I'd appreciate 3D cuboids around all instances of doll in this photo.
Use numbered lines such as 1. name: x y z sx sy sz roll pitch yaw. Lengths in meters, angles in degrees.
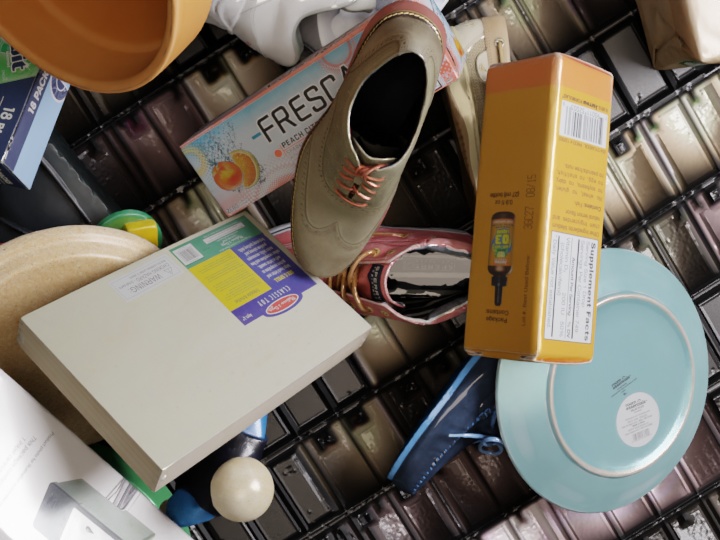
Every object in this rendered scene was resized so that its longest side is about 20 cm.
1. doll: -0.096 0.112 0.713 0.048 0.200 0.137 31 95 -20

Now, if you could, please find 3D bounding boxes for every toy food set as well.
1. toy food set: -0.209 0.051 0.735 0.197 0.049 0.201 -11 127 -24

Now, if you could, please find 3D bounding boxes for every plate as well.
1. plate: 0.190 0.084 0.771 0.199 0.026 0.202 -2 94 -25

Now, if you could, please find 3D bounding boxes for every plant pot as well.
1. plant pot: -0.143 -0.225 0.604 0.200 0.200 0.140 47 53 -6

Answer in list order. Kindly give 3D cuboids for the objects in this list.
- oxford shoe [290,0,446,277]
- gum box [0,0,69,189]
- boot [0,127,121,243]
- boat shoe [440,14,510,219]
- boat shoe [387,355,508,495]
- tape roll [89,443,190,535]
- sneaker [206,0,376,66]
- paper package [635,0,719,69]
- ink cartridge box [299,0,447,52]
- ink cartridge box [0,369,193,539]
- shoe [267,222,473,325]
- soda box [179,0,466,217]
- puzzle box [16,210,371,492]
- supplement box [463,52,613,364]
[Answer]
1. oxford shoe: -0.004 -0.071 0.662 0.070 0.075 0.201 17 120 -5
2. gum box: -0.290 -0.155 0.698 0.198 0.045 0.171 11 71 13
3. boot: -0.275 -0.032 0.753 0.168 0.076 0.201 -38 103 -1
4. boat shoe: 0.105 -0.086 0.762 0.064 0.071 0.202 -15 96 1
5. boat shoe: 0.100 0.096 0.777 0.069 0.084 0.200 39 97 4
6. tape roll: -0.231 0.235 0.803 0.199 0.048 0.202 0 97 -1
7. sneaker: -0.017 -0.227 0.704 0.099 0.078 0.200 37 106 -12
8. paper package: 0.294 -0.258 0.731 0.198 0.103 0.192 -17 97 0
9. ink cartridge box: -0.009 -0.264 0.751 0.199 0.043 0.199 36 96 -5
10. ink cartridge box: -0.217 0.172 0.675 0.145 0.084 0.200 -22 119 43
11. shoe: 0.000 0.000 0.759 0.198 0.091 0.072 -2 97 -2
12. soda box: -0.026 -0.118 0.724 0.199 0.068 0.064 -28 105 20
13. puzzle box: -0.100 0.042 0.671 0.133 0.200 0.026 42 133 17
14. supplement box: 0.121 -0.039 0.700 0.068 0.066 0.202 10 85 -40
